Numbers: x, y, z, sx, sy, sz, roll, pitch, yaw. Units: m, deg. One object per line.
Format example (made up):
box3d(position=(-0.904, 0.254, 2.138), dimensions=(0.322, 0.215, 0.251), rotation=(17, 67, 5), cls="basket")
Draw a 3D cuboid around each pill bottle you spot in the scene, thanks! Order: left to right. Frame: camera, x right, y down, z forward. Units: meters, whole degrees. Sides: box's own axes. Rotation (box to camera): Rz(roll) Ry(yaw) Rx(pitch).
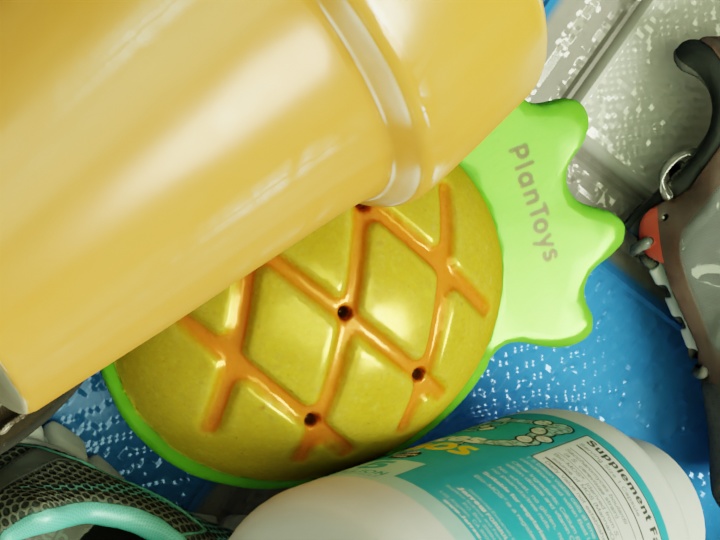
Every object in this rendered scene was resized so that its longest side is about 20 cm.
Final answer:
box3d(position=(0.046, 0.112, 0.798), dimensions=(0.200, 0.111, 0.111), rotation=(-12, 108, -52), cls="pill bottle")

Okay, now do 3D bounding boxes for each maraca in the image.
box3d(position=(0.000, 0.000, 0.794), dimensions=(0.200, 0.107, 0.137), rotation=(-23, 106, -13), cls="maraca")

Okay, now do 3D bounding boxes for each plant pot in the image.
box3d(position=(-0.078, -0.064, 0.660), dimensions=(0.183, 0.200, 0.200), rotation=(-45, 111, -16), cls="plant pot")

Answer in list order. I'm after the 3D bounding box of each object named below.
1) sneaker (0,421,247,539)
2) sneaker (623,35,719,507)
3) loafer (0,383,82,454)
box3d(position=(-0.065, 0.122, 0.805), dimensions=(0.200, 0.091, 0.078), rotation=(24, 94, -21), cls="sneaker")
box3d(position=(0.144, 0.000, 0.874), dimensions=(0.082, 0.077, 0.200), rotation=(6, 99, 8), cls="sneaker")
box3d(position=(-0.174, 0.052, 0.741), dimensions=(0.200, 0.071, 0.073), rotation=(-31, 91, 3), cls="loafer")
